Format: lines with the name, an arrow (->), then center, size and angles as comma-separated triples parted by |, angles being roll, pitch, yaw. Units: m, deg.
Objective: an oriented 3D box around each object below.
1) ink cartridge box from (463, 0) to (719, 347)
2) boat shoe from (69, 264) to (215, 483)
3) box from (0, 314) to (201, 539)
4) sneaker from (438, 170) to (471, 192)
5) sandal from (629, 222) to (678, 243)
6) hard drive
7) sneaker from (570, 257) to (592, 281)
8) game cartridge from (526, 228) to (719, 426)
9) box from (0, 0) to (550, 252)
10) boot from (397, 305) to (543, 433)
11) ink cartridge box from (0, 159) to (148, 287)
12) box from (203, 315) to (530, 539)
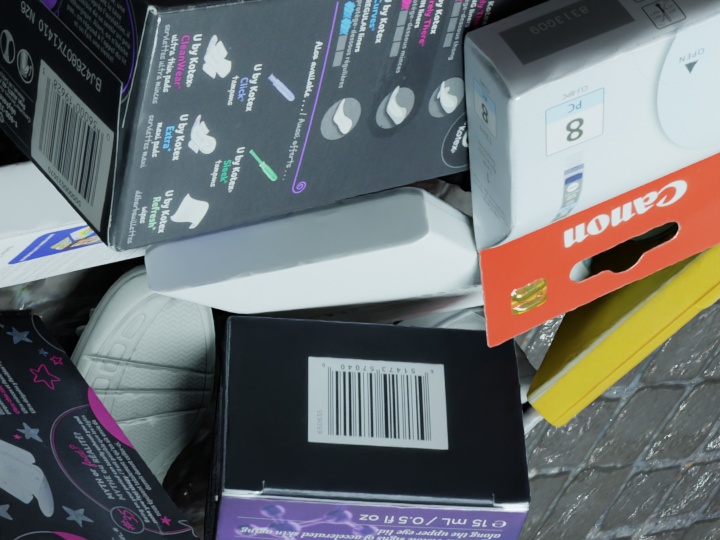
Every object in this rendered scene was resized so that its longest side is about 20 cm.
ink cartridge box -> 0.128, -0.045, 0.717 | 0.160, 0.047, 0.200 | -23, 140, -12
boat shoe -> -0.124, 0.077, 0.829 | 0.074, 0.065, 0.203 | 1, 123, -22
box -> -0.164, 0.130, 0.709 | 0.114, 0.200, 0.132 | 1, 126, -44
sneaker -> 0.050, -0.130, 0.766 | 0.078, 0.077, 0.201 | -43, 143, -63
sandal -> 0.176, -0.113, 0.915 | 0.057, 0.080, 0.202 | -2, 119, -51
hard drive -> 0.000, 0.000, 0.792 | 0.131, 0.027, 0.200 | -11, 170, 18
sneaker -> 0.108, -0.056, 0.905 | 0.082, 0.074, 0.200 | -38, 147, -2
game cartridge -> 0.190, -0.012, 0.949 | 0.200, 0.032, 0.176 | -42, -174, 32
box -> -0.038, -0.099, 0.661 | 0.199, 0.122, 0.106 | -15, 135, -36
boot -> 0.017, 0.097, 0.954 | 0.200, 0.096, 0.074 | -34, 145, -14
ink cartridge box -> -0.103, -0.027, 0.710 | 0.199, 0.037, 0.095 | -12, 170, -36
box -> -0.005, 0.124, 0.845 | 0.147, 0.105, 0.200 | 3, 141, -6
